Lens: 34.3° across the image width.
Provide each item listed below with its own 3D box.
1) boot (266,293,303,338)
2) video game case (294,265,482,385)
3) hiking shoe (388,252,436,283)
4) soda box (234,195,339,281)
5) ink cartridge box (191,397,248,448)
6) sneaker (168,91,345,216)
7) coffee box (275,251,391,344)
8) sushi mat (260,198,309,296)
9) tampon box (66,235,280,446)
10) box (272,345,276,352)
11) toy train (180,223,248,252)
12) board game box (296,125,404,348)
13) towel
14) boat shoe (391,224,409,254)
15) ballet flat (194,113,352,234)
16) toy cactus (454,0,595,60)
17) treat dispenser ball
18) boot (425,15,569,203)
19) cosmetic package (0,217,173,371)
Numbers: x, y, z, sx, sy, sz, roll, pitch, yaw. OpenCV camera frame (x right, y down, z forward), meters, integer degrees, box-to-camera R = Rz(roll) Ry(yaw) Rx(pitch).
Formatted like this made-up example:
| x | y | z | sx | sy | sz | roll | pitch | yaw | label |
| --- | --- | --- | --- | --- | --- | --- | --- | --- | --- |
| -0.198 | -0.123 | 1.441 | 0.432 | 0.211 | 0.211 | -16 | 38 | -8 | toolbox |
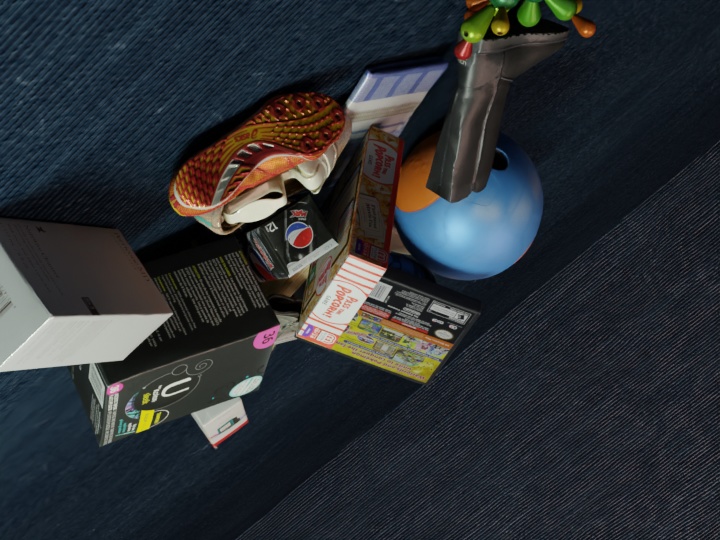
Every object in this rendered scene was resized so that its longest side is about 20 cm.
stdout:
| x | y | z | sx | sy | sz | roll | pitch | yaw | label |
| --- | --- | --- | --- | --- | --- | --- | --- | --- | --- |
| -0.153 | 0.058 | 1.447 | 0.130 | 0.069 | 0.199 | -28 | 158 | 35 | boot |
| 0.032 | 0.063 | 1.510 | 0.181 | 0.198 | 0.026 | 120 | -13 | -48 | video game case |
| 0.000 | 0.000 | 1.506 | 0.087 | 0.198 | 0.075 | 24 | 83 | -75 | hiking shoe |
| -0.089 | -0.032 | 1.304 | 0.070 | 0.064 | 0.200 | -33 | -174 | -13 | soda box |
| -0.223 | 0.181 | 1.687 | 0.067 | 0.117 | 0.200 | -34 | 167 | -12 | ink cartridge box |
| -0.105 | -0.119 | 1.147 | 0.198 | 0.074 | 0.077 | -28 | -174 | -20 | sneaker |
| -0.051 | 0.028 | 1.634 | 0.198 | 0.080 | 0.113 | -12 | 154 | -41 | coffee box |
| -0.103 | -0.010 | 1.472 | 0.095 | 0.012 | 0.200 | 25 | 127 | -26 | sushi mat |
| -0.209 | 0.077 | 1.271 | 0.198 | 0.127 | 0.150 | -18 | 154 | -25 | tampon box |
| -0.171 | 0.113 | 1.768 | 0.109 | 0.035 | 0.200 | -28 | 164 | -33 | box |
| -0.197 | -0.003 | 1.325 | 0.200 | 0.034 | 0.046 | -46 | 160 | 29 | toy train |
| -0.011 | -0.038 | 1.297 | 0.152 | 0.046 | 0.202 | 125 | -19 | -45 | board game box |
| 0.005 | -0.165 | 1.325 | 0.146 | 0.024 | 0.200 | -20 | 156 | -45 | towel |
| 0.053 | -0.068 | 1.731 | 0.200 | 0.072 | 0.064 | 27 | 73 | -69 | boat shoe |
| -0.080 | -0.095 | 1.209 | 0.199 | 0.067 | 0.068 | -33 | 134 | -13 | ballet flat |
| 0.186 | -0.303 | 1.212 | 0.198 | 0.103 | 0.166 | -24 | 154 | -14 | toy cactus |
| 0.140 | -0.089 | 1.531 | 0.200 | 0.202 | 0.201 | -34 | 166 | -10 | treat dispenser ball |
| 0.161 | -0.189 | 1.370 | 0.163 | 0.066 | 0.202 | -14 | 125 | -34 | boot |
| -0.272 | 0.022 | 1.060 | 0.081 | 0.113 | 0.200 | -40 | 167 | 17 | cosmetic package |
